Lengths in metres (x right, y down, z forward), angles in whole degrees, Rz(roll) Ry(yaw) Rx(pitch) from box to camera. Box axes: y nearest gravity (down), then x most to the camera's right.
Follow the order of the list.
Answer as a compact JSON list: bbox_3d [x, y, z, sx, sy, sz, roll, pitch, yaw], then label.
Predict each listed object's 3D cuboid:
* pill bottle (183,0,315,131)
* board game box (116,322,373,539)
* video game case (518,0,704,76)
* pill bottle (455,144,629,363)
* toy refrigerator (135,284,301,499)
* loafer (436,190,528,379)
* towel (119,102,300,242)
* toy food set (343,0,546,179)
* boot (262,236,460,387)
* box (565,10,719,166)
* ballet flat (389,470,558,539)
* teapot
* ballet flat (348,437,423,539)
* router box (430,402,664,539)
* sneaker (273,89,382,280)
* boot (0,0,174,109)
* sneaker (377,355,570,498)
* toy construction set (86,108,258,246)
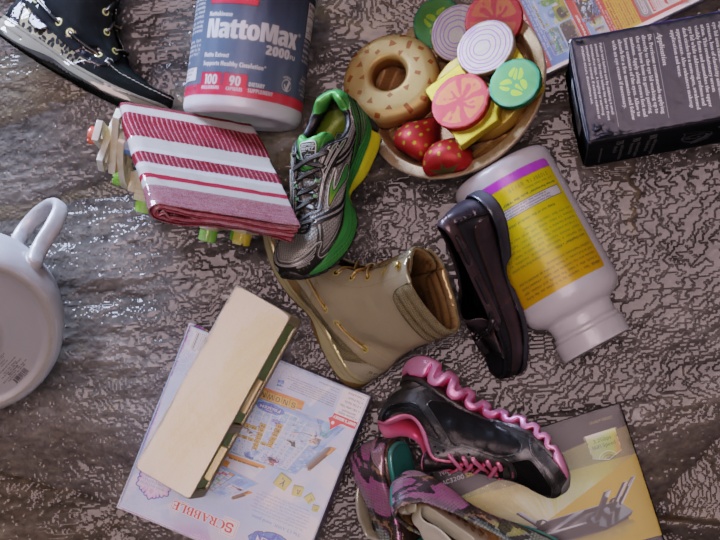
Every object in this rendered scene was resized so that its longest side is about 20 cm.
[{"bbox_3d":[-0.107,-0.247,1.758,0.119,0.120,0.201,6,86,6],"label":"pill bottle"},{"bbox_3d":[-0.115,0.181,1.762,0.199,0.041,0.200,22,87,7],"label":"board game box"},{"bbox_3d":[0.238,-0.298,1.777,0.199,0.017,0.143,-25,83,3],"label":"video game case"},{"bbox_3d":[0.181,-0.014,1.716,0.104,0.104,0.200,-29,83,3],"label":"pill bottle"},{"bbox_3d":[-0.134,0.120,1.711,0.070,0.076,0.200,29,88,8],"label":"toy refrigerator"},{"bbox_3d":[0.111,0.021,1.687,0.063,0.072,0.201,-26,121,-25],"label":"loafer"},{"bbox_3d":[-0.146,-0.094,1.653,0.144,0.200,0.023,9,119,-23],"label":"towel"},{"bbox_3d":[0.090,-0.184,1.733,0.198,0.049,0.200,-36,54,8],"label":"toy food set"},{"bbox_3d":[0.000,0.000,1.711,0.155,0.073,0.200,-31,85,42],"label":"boot"},{"bbox_3d":[0.304,-0.176,1.696,0.199,0.148,0.105,-10,84,4],"label":"box"},{"bbox_3d":[0.111,0.258,1.647,0.200,0.071,0.069,30,125,-5],"label":"ballet flat"},{"bbox_3d":[-0.387,0.034,1.757,0.199,0.146,0.198,-4,114,-11],"label":"teapot"},{"bbox_3d":[0.038,0.261,1.718,0.071,0.069,0.201,-18,91,36],"label":"ballet flat"},{"bbox_3d":[0.183,0.233,1.722,0.199,0.052,0.158,-18,84,4],"label":"router box"},{"bbox_3d":[-0.045,-0.081,1.675,0.078,0.085,0.201,0,61,29],"label":"sneaker"},{"bbox_3d":[-0.254,-0.258,1.798,0.203,0.073,0.154,29,86,8],"label":"boot"},{"bbox_3d":[0.102,0.167,1.661,0.200,0.079,0.095,31,59,22],"label":"sneaker"},{"bbox_3d":[-0.180,-0.083,1.742,0.200,0.131,0.092,28,99,4],"label":"toy construction set"}]
